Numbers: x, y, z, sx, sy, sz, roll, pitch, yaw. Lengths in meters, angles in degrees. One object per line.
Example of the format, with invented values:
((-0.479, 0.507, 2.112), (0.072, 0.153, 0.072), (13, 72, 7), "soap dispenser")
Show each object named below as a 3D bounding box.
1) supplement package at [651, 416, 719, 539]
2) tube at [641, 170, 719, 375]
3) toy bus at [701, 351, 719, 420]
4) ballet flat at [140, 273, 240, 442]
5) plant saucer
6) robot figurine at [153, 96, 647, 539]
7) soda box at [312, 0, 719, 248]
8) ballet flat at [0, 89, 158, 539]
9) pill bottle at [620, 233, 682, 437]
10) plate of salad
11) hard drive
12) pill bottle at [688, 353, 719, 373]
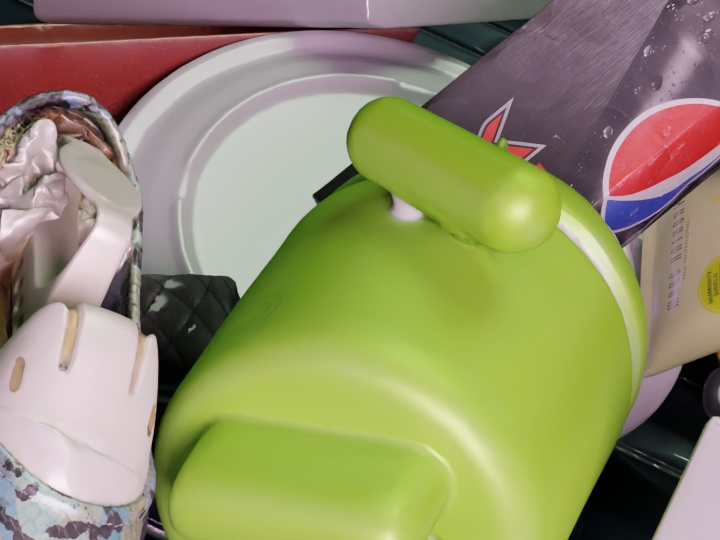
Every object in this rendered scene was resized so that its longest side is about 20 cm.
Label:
((0.174, 0.131, 0.808), (0.200, 0.121, 0.120), (12, 18, -40), "supplement package")
((0.173, -0.020, 0.968), (0.200, 0.052, 0.058), (-18, 11, 39), "tube")
((0.170, 0.018, 1.105), (0.078, 0.200, 0.065), (-10, -26, 15), "toy bus")
((-0.122, 0.005, 0.907), (0.200, 0.066, 0.057), (22, 57, -35), "ballet flat")
((-0.106, -0.078, 1.150), (0.200, 0.037, 0.200), (-5, 8, -25), "plant saucer")
((0.014, 0.039, 0.840), (0.116, 0.176, 0.200), (6, 30, 19), "robot figurine")
((0.084, -0.054, 0.974), (0.071, 0.200, 0.063), (49, -4, 19), "soda box")
((-0.085, 0.019, 0.794), (0.074, 0.074, 0.200), (17, 35, -25), "ballet flat")
((0.074, -0.001, 1.174), (0.114, 0.114, 0.200), (22, 13, -6), "pill bottle")
((0.000, 0.000, 1.033), (0.200, 0.048, 0.200), (8, 55, -11), "plate of salad")
((-0.018, -0.112, 1.158), (0.132, 0.026, 0.200), (-8, 10, -43), "hard drive")
((0.181, -0.010, 1.319), (0.109, 0.109, 0.200), (23, -9, 0), "pill bottle")
